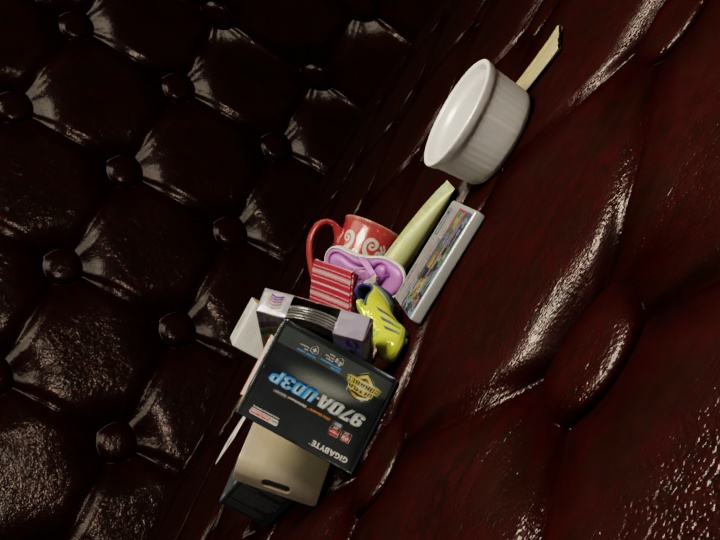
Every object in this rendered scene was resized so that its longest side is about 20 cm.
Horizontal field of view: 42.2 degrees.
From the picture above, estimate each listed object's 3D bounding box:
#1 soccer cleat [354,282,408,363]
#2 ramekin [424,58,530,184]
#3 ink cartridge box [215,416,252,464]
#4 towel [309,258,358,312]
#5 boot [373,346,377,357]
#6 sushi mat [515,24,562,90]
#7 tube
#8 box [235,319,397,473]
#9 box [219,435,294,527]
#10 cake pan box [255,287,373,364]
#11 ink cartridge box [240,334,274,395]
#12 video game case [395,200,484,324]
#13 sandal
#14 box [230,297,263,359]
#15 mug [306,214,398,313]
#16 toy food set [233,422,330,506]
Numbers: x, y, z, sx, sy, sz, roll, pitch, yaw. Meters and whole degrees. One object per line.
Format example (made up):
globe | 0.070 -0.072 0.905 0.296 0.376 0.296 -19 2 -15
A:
soccer cleat | 0.027 0.085 1.544 0.065 0.083 0.200 -54 22 19
ramekin | 0.199 -0.244 1.575 0.201 0.097 0.201 -57 14 23
ink cartridge box | -0.190 0.271 1.753 0.201 0.050 0.162 -62 4 -34
towel | -0.056 0.088 1.770 0.144 0.022 0.202 17 105 54
boot | -0.054 0.136 1.651 0.201 0.146 0.070 -61 8 -6
sushi mat | 0.292 -0.335 1.646 0.200 0.012 0.096 -53 13 37
tube | 0.112 -0.078 1.740 0.058 0.052 0.201 41 102 34
box | -0.066 0.189 1.412 0.160 0.199 0.046 -61 7 -10
box | -0.149 0.339 1.671 0.200 0.107 0.149 -50 13 41
cake pan box | -0.070 0.116 1.514 0.201 0.183 0.053 91 -164 -57
ink cartridge box | -0.083 0.196 1.471 0.109 0.199 0.050 -62 11 -15
video game case | 0.128 -0.018 1.546 0.201 0.023 0.182 -59 10 5
sandal | -0.001 0.008 1.745 0.202 0.050 0.083 16 106 41
box | -0.171 0.154 2.032 0.107 0.199 0.152 -62 10 -3
mug | -0.028 0.000 1.879 0.201 0.176 0.133 -66 -16 -8
toy food set | -0.110 0.280 1.549 0.061 0.143 0.201 106 -176 -50
